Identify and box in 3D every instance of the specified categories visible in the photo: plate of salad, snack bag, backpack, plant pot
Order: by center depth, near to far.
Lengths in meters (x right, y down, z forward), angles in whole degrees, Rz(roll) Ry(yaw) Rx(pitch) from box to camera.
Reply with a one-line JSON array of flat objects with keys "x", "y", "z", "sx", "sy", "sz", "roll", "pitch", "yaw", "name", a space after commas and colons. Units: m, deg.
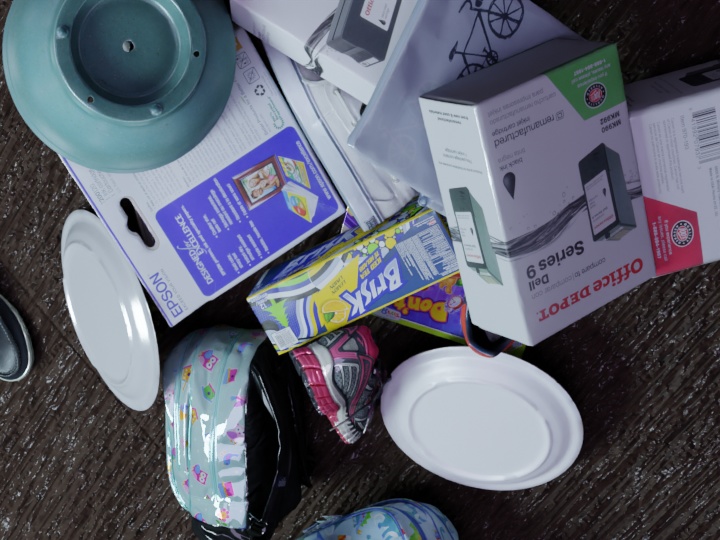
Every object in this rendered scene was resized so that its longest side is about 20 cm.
[{"x": 0.094, "y": -0.135, "z": 1.033, "sx": 0.199, "sy": 0.021, "sz": 0.190, "roll": 27, "pitch": 88, "yaw": -33, "name": "snack bag"}, {"x": -0.190, "y": -0.178, "z": 1.038, "sx": 0.197, "sy": 0.134, "sz": 0.203, "roll": -2, "pitch": 96, "yaw": -14, "name": "plant pot"}, {"x": -0.234, "y": 0.036, "z": 1.233, "sx": 0.199, "sy": 0.048, "sz": 0.203, "roll": 33, "pitch": 132, "yaw": 45, "name": "plate of salad"}, {"x": 0.118, "y": 0.140, "z": 1.245, "sx": 0.197, "sy": 0.048, "sz": 0.202, "roll": 10, "pitch": 134, "yaw": 11, "name": "plate of salad"}, {"x": -0.121, "y": 0.155, "z": 1.253, "sx": 0.125, "sy": 0.167, "sz": 0.203, "roll": 1, "pitch": 107, "yaw": 12, "name": "backpack"}, {"x": 0.010, "y": 0.314, "z": 1.300, "sx": 0.198, "sy": 0.165, "sz": 0.154, "roll": -22, "pitch": 151, "yaw": 7, "name": "backpack"}]

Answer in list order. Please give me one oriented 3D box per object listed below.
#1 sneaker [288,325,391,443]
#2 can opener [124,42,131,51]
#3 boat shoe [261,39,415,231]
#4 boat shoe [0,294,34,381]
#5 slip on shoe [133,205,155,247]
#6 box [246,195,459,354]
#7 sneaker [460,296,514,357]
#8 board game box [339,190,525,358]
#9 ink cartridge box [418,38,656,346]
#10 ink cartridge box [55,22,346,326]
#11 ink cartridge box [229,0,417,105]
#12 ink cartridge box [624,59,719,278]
[{"x": -0.006, "y": 0.107, "z": 1.199, "sx": 0.074, "sy": 0.200, "sz": 0.081, "roll": -27, "pitch": 73, "yaw": 0, "name": "sneaker"}, {"x": -0.200, "y": -0.228, "z": 1.161, "sx": 0.066, "sy": 0.053, "sz": 0.202, "roll": 1, "pitch": 121, "yaw": -28, "name": "can opener"}, {"x": -0.011, "y": -0.141, "z": 1.131, "sx": 0.085, "sy": 0.075, "sz": 0.203, "roll": -30, "pitch": 78, "yaw": -1, "name": "boat shoe"}, {"x": -0.405, "y": 0.034, "z": 1.303, "sx": 0.074, "sy": 0.062, "sz": 0.202, "roll": -23, "pitch": 109, "yaw": 17, "name": "boat shoe"}, {"x": -0.182, "y": -0.074, "z": 1.210, "sx": 0.075, "sy": 0.061, "sz": 0.202, "roll": -19, "pitch": 113, "yaw": -15, "name": "slip on shoe"}, {"x": 0.000, "y": 0.000, "z": 1.154, "sx": 0.198, "sy": 0.070, "sz": 0.065, "roll": -25, "pitch": 105, "yaw": 20, "name": "box"}, {"x": 0.143, "y": -0.012, "z": 1.112, "sx": 0.074, "sy": 0.085, "sz": 0.202, "roll": 19, "pitch": 110, "yaw": 2, "name": "sneaker"}, {"x": 0.077, "y": -0.010, "z": 1.199, "sx": 0.197, "sy": 0.045, "sz": 0.136, "roll": 17, "pitch": 116, "yaw": 3, "name": "board game box"}, {"x": 0.145, "y": -0.064, "z": 1.017, "sx": 0.145, "sy": 0.084, "sz": 0.202, "roll": -26, "pitch": 113, "yaw": -24, "name": "ink cartridge box"}, {"x": -0.143, "y": -0.086, "z": 1.159, "sx": 0.199, "sy": 0.043, "sz": 0.200, "roll": -34, "pitch": 109, "yaw": -10, "name": "ink cartridge box"}, {"x": 0.008, "y": -0.227, "z": 1.066, "sx": 0.198, "sy": 0.084, "sz": 0.146, "roll": 30, "pitch": 87, "yaw": -3, "name": "ink cartridge box"}, {"x": 0.314, "y": -0.098, "z": 1.068, "sx": 0.197, "sy": 0.084, "sz": 0.147, "roll": -15, "pitch": 111, "yaw": -2, "name": "ink cartridge box"}]
